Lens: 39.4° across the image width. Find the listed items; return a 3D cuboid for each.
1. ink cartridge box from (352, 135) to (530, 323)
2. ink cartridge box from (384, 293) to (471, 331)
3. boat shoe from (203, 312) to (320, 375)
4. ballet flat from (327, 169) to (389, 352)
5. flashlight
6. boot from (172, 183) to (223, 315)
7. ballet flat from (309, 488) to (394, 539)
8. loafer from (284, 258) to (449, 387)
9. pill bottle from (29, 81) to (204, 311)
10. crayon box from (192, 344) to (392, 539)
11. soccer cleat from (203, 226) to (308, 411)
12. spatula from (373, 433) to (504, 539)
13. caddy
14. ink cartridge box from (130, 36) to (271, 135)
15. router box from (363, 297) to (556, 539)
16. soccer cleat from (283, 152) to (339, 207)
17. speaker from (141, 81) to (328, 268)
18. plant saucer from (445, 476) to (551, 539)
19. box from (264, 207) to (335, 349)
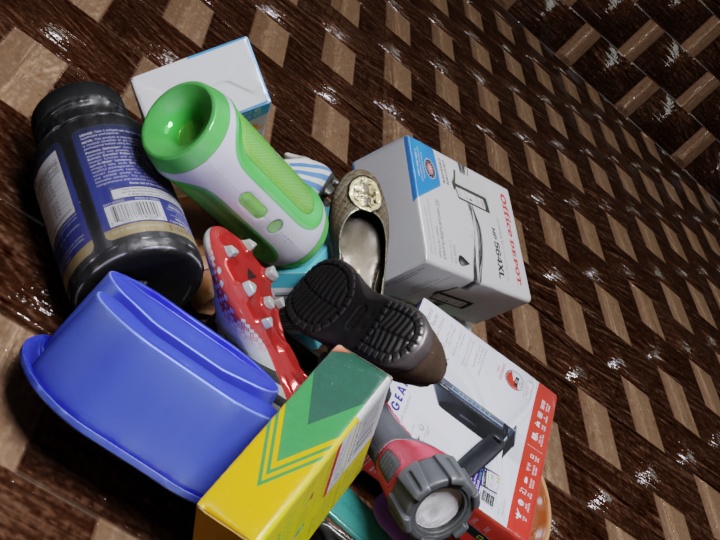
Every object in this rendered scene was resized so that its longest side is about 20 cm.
[{"bbox_3d":[0.090,-0.039,1.090,0.199,0.084,0.148,18,56,-47],"label":"ink cartridge box"},{"bbox_3d":[0.069,-0.008,1.142,0.160,0.050,0.203,15,76,-49],"label":"ink cartridge box"},{"bbox_3d":[-0.058,0.093,0.919,0.199,0.057,0.067,31,30,-28],"label":"boat shoe"},{"bbox_3d":[0.000,0.000,0.972,0.067,0.046,0.203,8,81,-22],"label":"ballet flat"},{"bbox_3d":[0.028,0.135,0.823,0.200,0.067,0.068,-126,-158,-57],"label":"flashlight"},{"bbox_3d":[-0.131,-0.034,0.979,0.199,0.074,0.155,-16,65,-50],"label":"boot"},{"bbox_3d":[0.022,0.246,0.804,0.200,0.069,0.068,41,29,9],"label":"ballet flat"},{"bbox_3d":[0.002,0.053,0.853,0.071,0.073,0.200,48,-9,-35],"label":"loafer"},{"bbox_3d":[-0.212,-0.059,0.844,0.111,0.112,0.201,13,42,-47],"label":"pill bottle"},{"bbox_3d":[-0.058,0.160,0.697,0.050,0.128,0.200,30,46,14],"label":"crayon box"},{"bbox_3d":[-0.094,0.063,0.835,0.202,0.084,0.069,64,21,-5],"label":"soccer cleat"},{"bbox_3d":[0.077,0.179,0.863,0.056,0.021,0.199,40,29,18],"label":"spatula"},{"bbox_3d":[-0.151,0.094,0.735,0.199,0.105,0.141,36,7,-12],"label":"caddy"},{"bbox_3d":[-0.155,-0.153,0.991,0.200,0.114,0.069,155,-87,-81],"label":"ink cartridge box"},{"bbox_3d":[0.095,0.149,0.971,0.179,0.049,0.201,36,39,-8],"label":"router box"},{"bbox_3d":[-0.088,-0.079,1.120,0.086,0.070,0.200,30,24,2],"label":"soccer cleat"},{"bbox_3d":[-0.103,-0.077,0.872,0.200,0.088,0.089,45,17,-54],"label":"speaker"},{"bbox_3d":[0.100,0.208,0.986,0.198,0.032,0.202,23,42,-22],"label":"plant saucer"},{"bbox_3d":[-0.041,0.003,1.035,0.200,0.048,0.083,-54,140,-63],"label":"box"}]
